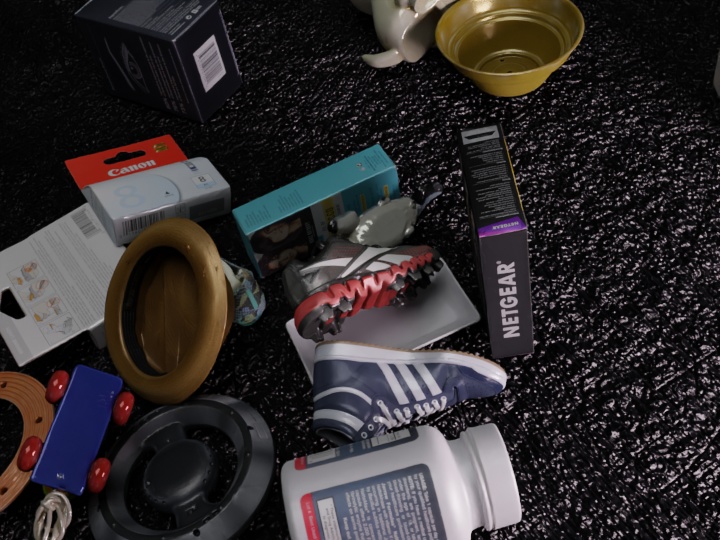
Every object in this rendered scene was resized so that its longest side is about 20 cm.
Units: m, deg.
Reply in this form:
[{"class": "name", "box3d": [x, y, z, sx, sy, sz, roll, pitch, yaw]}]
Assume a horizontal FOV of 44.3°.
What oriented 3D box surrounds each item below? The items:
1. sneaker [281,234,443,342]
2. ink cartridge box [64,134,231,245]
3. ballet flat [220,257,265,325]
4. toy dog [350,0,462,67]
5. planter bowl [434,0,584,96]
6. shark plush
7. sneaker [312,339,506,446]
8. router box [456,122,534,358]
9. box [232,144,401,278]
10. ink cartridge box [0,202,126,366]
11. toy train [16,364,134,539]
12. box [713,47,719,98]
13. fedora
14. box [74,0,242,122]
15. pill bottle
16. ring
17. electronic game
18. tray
[{"class": "sneaker", "box3d": [0.000, 0.000, 0.951, 0.199, 0.071, 0.098, -20, 64, -32]}, {"class": "ink cartridge box", "box3d": [-0.284, -0.126, 1.166, 0.159, 0.048, 0.200, -20, 49, -27]}, {"class": "ballet flat", "box3d": [-0.193, -0.005, 1.058, 0.199, 0.075, 0.074, 24, 58, 28]}, {"class": "toy dog", "box3d": [0.057, -0.404, 1.322, 0.194, 0.139, 0.200, -51, 51, 16]}, {"class": "planter bowl", "box3d": [0.205, -0.300, 1.219, 0.198, 0.084, 0.202, -6, 49, 7]}, {"class": "shark plush", "box3d": [0.018, -0.058, 1.058, 0.091, 0.083, 0.200, 44, 66, -9]}, {"class": "sneaker", "box3d": [0.046, 0.137, 0.891, 0.198, 0.070, 0.109, 6, 62, 4]}, {"class": "router box", "box3d": [0.142, -0.027, 0.922, 0.050, 0.201, 0.150, -9, 49, 6]}, {"class": "box", "box3d": [-0.049, -0.072, 1.076, 0.199, 0.083, 0.049, -26, 50, -11]}, {"class": "ink cartridge box", "box3d": [-0.362, 0.022, 1.082, 0.175, 0.045, 0.200, -32, 51, -18]}, {"class": "toy train", "box3d": [-0.296, 0.206, 0.875, 0.084, 0.116, 0.202, 20, 58, -11]}, {"class": "box", "box3d": [0.549, -0.272, 1.051, 0.197, 0.201, 0.132, -8, 51, 5]}, {"class": "fedora", "box3d": [-0.196, 0.046, 0.976, 0.199, 0.082, 0.203, -6, 80, 34]}, {"class": "box", "box3d": [-0.293, -0.323, 1.294, 0.199, 0.149, 0.105, 21, 57, 26]}, {"class": "pill bottle", "box3d": [0.037, 0.208, 0.797, 0.198, 0.120, 0.120, -14, 49, -1]}, {"class": "ring", "box3d": [-0.417, 0.197, 0.951, 0.198, 0.019, 0.202, -11, 48, 12]}, {"class": "electronic game", "box3d": [-0.179, 0.208, 0.890, 0.198, 0.042, 0.201, -11, 43, 10]}, {"class": "tray", "box3d": [0.025, 0.062, 0.988, 0.198, 0.022, 0.108, -23, 49, -9]}]
